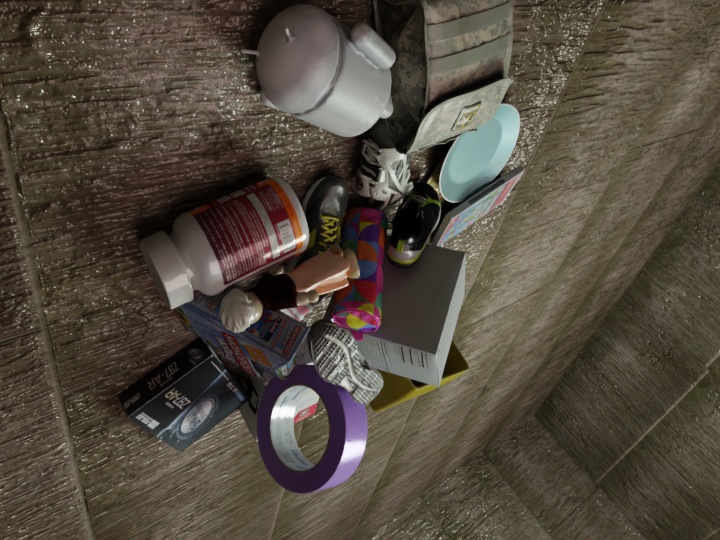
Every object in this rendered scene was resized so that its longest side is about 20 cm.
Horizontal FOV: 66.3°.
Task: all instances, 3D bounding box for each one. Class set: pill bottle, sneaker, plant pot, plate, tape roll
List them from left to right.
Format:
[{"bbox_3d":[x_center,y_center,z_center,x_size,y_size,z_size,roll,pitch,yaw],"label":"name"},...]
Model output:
[{"bbox_3d":[-0.173,-0.036,0.715,0.197,0.110,0.111,-27,146,-25],"label":"pill bottle"},{"bbox_3d":[-0.085,0.263,0.931,0.202,0.201,0.065,-52,147,17],"label":"tape roll"},{"bbox_3d":[-0.054,-0.044,0.846,0.073,0.085,0.204,1,121,-31],"label":"sneaker"},{"bbox_3d":[-0.036,0.135,0.846,0.074,0.080,0.201,-42,137,-11],"label":"sneaker"},{"bbox_3d":[0.027,-0.156,0.839,0.088,0.074,0.201,-39,149,-9],"label":"sneaker"},{"bbox_3d":[0.088,0.204,1.248,0.197,0.202,0.177,-7,146,-44],"label":"plant pot"},{"bbox_3d":[0.096,-0.092,0.918,0.084,0.070,0.203,93,13,-50],"label":"sneaker"},{"bbox_3d":[0.212,-0.215,1.006,0.198,0.026,0.203,-30,147,-22],"label":"plate"}]

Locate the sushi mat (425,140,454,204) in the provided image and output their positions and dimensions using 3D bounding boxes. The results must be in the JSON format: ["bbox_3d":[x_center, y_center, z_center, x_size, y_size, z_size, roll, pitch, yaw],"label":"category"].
[{"bbox_3d":[0.144,-0.153,1.039,0.095,0.012,0.202,12,119,-52],"label":"sushi mat"}]

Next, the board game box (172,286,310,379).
[{"bbox_3d":[-0.162,0.096,0.800,0.062,0.196,0.202,-58,158,-30],"label":"board game box"}]

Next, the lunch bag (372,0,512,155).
[{"bbox_3d":[0.113,-0.264,0.724,0.162,0.117,0.204,-25,126,-26],"label":"lunch bag"}]

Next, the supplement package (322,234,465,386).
[{"bbox_3d":[0.066,0.064,0.961,0.148,0.195,0.195,73,34,-57],"label":"supplement package"}]

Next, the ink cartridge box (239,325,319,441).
[{"bbox_3d":[-0.150,0.221,1.079,0.143,0.083,0.203,-18,141,-33],"label":"ink cartridge box"}]

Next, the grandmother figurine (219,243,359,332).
[{"bbox_3d":[-0.095,0.025,0.735,0.197,0.120,0.062,-25,108,-28],"label":"grandmother figurine"}]

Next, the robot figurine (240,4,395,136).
[{"bbox_3d":[-0.040,-0.226,0.636,0.167,0.116,0.198,-21,163,35],"label":"robot figurine"}]

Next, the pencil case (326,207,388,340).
[{"bbox_3d":[0.000,0.000,0.874,0.086,0.205,0.089,6,152,3],"label":"pencil case"}]

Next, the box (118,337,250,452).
[{"bbox_3d":[-0.293,0.219,0.949,0.159,0.044,0.202,-36,149,-14],"label":"box"}]

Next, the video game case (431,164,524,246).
[{"bbox_3d":[0.239,-0.128,1.137,0.198,0.018,0.144,-33,166,-17],"label":"video game case"}]

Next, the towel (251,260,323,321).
[{"bbox_3d":[-0.107,0.033,0.956,0.199,0.030,0.147,-42,149,-3],"label":"towel"}]
